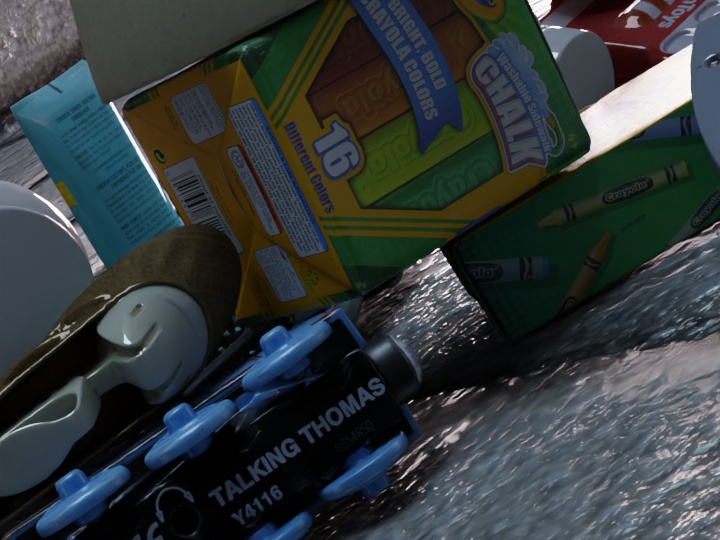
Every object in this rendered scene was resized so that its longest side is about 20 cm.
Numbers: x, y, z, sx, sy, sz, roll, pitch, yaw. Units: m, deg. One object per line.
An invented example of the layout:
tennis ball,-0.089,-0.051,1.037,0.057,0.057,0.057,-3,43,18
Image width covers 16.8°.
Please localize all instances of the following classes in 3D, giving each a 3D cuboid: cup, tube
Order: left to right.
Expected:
tube,-0.127,-0.021,1.388,0.050,0.201,0.077,-23,12,30
cup,-0.064,-0.185,1.132,0.199,0.144,0.200,-27,7,4

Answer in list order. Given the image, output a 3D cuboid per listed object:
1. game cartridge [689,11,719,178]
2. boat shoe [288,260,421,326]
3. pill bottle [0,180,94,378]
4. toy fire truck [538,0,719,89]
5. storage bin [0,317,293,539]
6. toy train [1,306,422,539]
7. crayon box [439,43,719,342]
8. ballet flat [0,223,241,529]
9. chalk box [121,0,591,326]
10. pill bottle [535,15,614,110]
game cartridge,0.212,-0.074,1.042,0.132,0.041,0.200,-24,30,8
boat shoe,0.000,0.000,1.383,0.061,0.073,0.200,19,22,14
pill bottle,-0.193,0.011,1.187,0.112,0.113,0.200,-34,13,-17
toy fire truck,0.201,-0.171,1.473,0.167,0.113,0.200,14,42,40
storage bin,-0.125,0.083,1.220,0.199,0.094,0.135,-19,17,43
toy train,-0.062,0.093,1.061,0.200,0.087,0.114,-35,3,-9
crayon box,0.134,-0.048,1.198,0.199,0.058,0.119,-31,11,0
ballet flat,-0.122,0.054,1.063,0.200,0.068,0.072,-37,15,-15
chalk box,0.015,-0.078,1.147,0.200,0.125,0.124,-33,10,-31
pill bottle,0.044,-0.111,1.433,0.199,0.112,0.111,11,36,34
